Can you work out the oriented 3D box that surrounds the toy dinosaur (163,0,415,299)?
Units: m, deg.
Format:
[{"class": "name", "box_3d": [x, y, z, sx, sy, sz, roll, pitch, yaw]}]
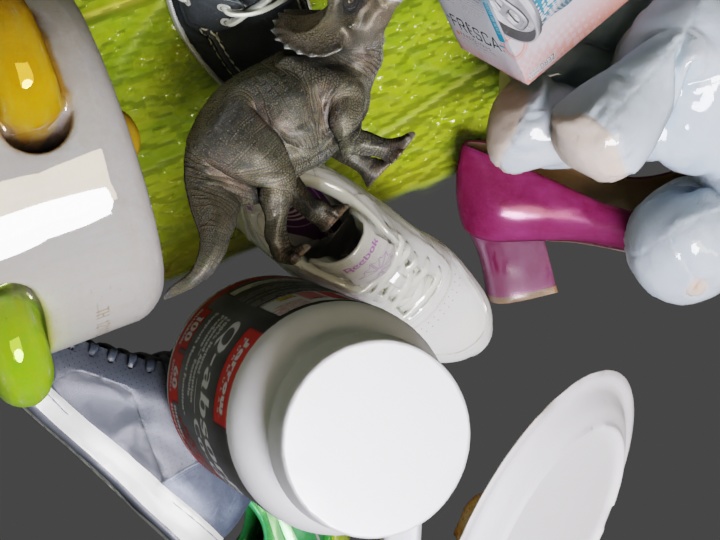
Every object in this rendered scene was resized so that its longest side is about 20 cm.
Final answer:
[{"class": "toy dinosaur", "box_3d": [-0.041, -0.068, 1.334, 0.102, 0.077, 0.200, 45, 86, -1]}]

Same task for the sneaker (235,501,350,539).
[{"class": "sneaker", "box_3d": [-0.063, 0.205, 1.504, 0.083, 0.074, 0.201, 7, 98, -24]}]

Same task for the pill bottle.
[{"class": "pill bottle", "box_3d": [-0.021, 0.068, 1.311, 0.115, 0.200, 0.117, -2, 96, -17]}]

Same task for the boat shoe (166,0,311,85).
[{"class": "boat shoe", "box_3d": [-0.071, -0.163, 1.365, 0.075, 0.060, 0.201, -32, 117, -6]}]

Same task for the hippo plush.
[{"class": "hippo plush", "box_3d": [0.177, -0.077, 1.428, 0.200, 0.159, 0.161, -39, 117, -8]}]

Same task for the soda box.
[{"class": "soda box", "box_3d": [0.132, -0.192, 1.398, 0.200, 0.064, 0.069, -41, 131, -14]}]

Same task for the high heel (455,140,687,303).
[{"class": "high heel", "box_3d": [0.153, -0.052, 1.483, 0.199, 0.067, 0.097, -19, 116, -13]}]

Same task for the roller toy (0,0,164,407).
[{"class": "roller toy", "box_3d": [-0.177, -0.050, 1.302, 0.139, 0.182, 0.201, -20, 110, -11]}]

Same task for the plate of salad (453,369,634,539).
[{"class": "plate of salad", "box_3d": [0.094, 0.143, 1.510, 0.200, 0.048, 0.201, -42, 147, -35]}]

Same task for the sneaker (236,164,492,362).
[{"class": "sneaker", "box_3d": [0.000, 0.000, 1.430, 0.200, 0.100, 0.075, 34, 94, -28]}]

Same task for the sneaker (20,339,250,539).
[{"class": "sneaker", "box_3d": [-0.113, 0.043, 1.424, 0.202, 0.077, 0.146, 43, 83, -19]}]

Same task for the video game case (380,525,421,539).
[{"class": "video game case", "box_3d": [0.020, 0.169, 1.458, 0.023, 0.182, 0.201, 3, 110, 0]}]
